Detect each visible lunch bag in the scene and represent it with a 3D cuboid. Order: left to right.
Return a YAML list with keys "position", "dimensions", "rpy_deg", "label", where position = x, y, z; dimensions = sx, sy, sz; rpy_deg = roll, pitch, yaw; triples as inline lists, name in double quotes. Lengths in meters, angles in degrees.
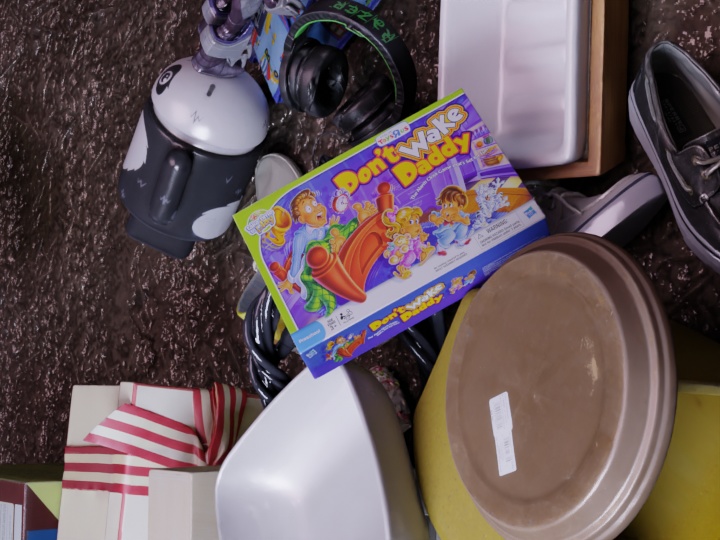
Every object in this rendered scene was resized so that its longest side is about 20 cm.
- position: [-0.060, -0.270, 1.339]
  dimensions: [0.201, 0.093, 0.152]
  rpy_deg: [-55, 51, 44]
  label: "lunch bag"

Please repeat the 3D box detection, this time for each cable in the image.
- position: [-0.007, 0.083, 1.112]
  dimensions: [0.051, 0.161, 0.202]
  rpy_deg: [-87, -10, -63]
  label: "cable"

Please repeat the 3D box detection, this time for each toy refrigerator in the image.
- position: [-0.087, 0.207, 1.229]
  dimensions: [0.069, 0.198, 0.077]
  rpy_deg: [-4, 84, 46]
  label: "toy refrigerator"

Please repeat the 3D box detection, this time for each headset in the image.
- position: [-0.023, -0.145, 1.249]
  dimensions: [0.123, 0.094, 0.201]
  rpy_deg: [32, 146, 11]
  label: "headset"

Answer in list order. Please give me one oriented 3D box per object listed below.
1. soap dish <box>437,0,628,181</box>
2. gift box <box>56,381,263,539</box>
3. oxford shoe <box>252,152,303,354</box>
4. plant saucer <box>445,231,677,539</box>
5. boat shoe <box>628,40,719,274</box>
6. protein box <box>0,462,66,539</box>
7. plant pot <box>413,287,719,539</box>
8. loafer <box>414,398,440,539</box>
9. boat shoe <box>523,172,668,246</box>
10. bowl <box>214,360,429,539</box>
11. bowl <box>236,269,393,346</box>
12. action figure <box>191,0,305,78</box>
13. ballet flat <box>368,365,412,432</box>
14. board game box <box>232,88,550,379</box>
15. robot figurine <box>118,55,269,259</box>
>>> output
- position: [0.137, -0.168, 1.105]
  dimensions: [0.156, 0.081, 0.203]
  rpy_deg: [-1, 86, 47]
  label: "soap dish"
- position: [-0.184, 0.197, 1.315]
  dimensions: [0.186, 0.198, 0.187]
  rpy_deg: [-7, 81, 57]
  label: "gift box"
- position: [-0.075, -0.020, 1.341]
  dimensions: [0.075, 0.057, 0.203]
  rpy_deg: [-29, 64, 46]
  label: "oxford shoe"
- position: [0.114, 0.075, 0.875]
  dimensions: [0.199, 0.029, 0.203]
  rpy_deg: [-18, 68, 53]
  label: "plant saucer"
- position: [0.239, -0.074, 0.977]
  dimensions: [0.071, 0.071, 0.201]
  rpy_deg: [-26, 58, -5]
  label: "boat shoe"
- position: [-0.313, 0.275, 1.468]
  dimensions: [0.199, 0.197, 0.137]
  rpy_deg: [-2, 85, 47]
  label: "protein box"
- position: [0.148, 0.112, 0.999]
  dimensions: [0.200, 0.192, 0.197]
  rpy_deg: [43, 117, 46]
  label: "plant pot"
- position: [0.070, 0.189, 1.155]
  dimensions: [0.070, 0.069, 0.203]
  rpy_deg: [-19, 73, 45]
  label: "loafer"
- position: [0.145, -0.034, 1.089]
  dimensions: [0.202, 0.074, 0.087]
  rpy_deg: [-43, 71, 44]
  label: "boat shoe"
- position: [-0.022, 0.186, 1.056]
  dimensions: [0.200, 0.074, 0.201]
  rpy_deg: [-49, 42, 35]
  label: "bowl"
- position: [0.000, 0.000, 1.203]
  dimensions: [0.108, 0.201, 0.199]
  rpy_deg: [45, 131, -12]
  label: "bowl"
- position: [-0.098, -0.263, 1.264]
  dimensions: [0.200, 0.069, 0.132]
  rpy_deg: [126, 137, -52]
  label: "action figure"
- position: [0.017, 0.179, 1.219]
  dimensions: [0.075, 0.063, 0.203]
  rpy_deg: [-29, 66, 44]
  label: "ballet flat"
- position: [0.022, -0.029, 1.042]
  dimensions: [0.198, 0.045, 0.135]
  rpy_deg: [-29, 58, -1]
  label: "board game box"
- position: [-0.167, -0.112, 1.389]
  dimensions: [0.151, 0.124, 0.201]
  rpy_deg: [56, 132, 38]
  label: "robot figurine"
